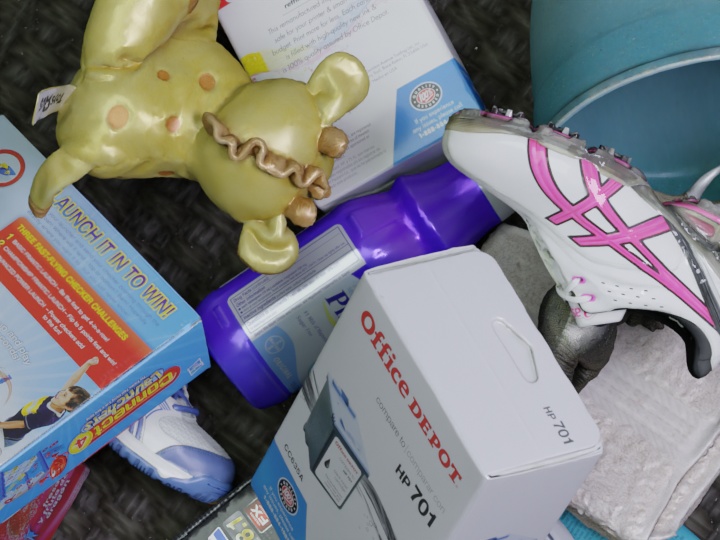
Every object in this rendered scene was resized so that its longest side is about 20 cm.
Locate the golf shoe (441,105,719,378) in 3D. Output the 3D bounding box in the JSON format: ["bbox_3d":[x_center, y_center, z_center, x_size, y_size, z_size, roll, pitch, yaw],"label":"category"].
[{"bbox_3d":[0.126,-0.018,1.588,0.199,0.073,0.092,28,88,-4],"label":"golf shoe"}]

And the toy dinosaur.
[{"bbox_3d":[0.130,0.020,1.666,0.077,0.102,0.200,37,70,23],"label":"toy dinosaur"}]

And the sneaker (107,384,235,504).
[{"bbox_3d":[-0.139,0.053,1.779,0.200,0.075,0.088,42,90,14],"label":"sneaker"}]

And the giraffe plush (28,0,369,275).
[{"bbox_3d":[-0.082,-0.090,1.693,0.161,0.200,0.173,21,120,6],"label":"giraffe plush"}]

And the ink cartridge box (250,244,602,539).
[{"bbox_3d":[0.032,0.108,1.639,0.086,0.200,0.147,-12,57,-32],"label":"ink cartridge box"}]

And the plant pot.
[{"bbox_3d":[0.184,-0.151,1.696,0.199,0.200,0.189,-12,63,10],"label":"plant pot"}]

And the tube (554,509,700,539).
[{"bbox_3d":[0.119,0.128,1.729,0.200,0.050,0.078,39,84,19],"label":"tube"}]

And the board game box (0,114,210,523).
[{"bbox_3d":[-0.224,0.036,1.726,0.196,0.056,0.200,-36,62,-18],"label":"board game box"}]

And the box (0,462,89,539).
[{"bbox_3d":[-0.262,0.174,1.773,0.099,0.095,0.201,30,88,17],"label":"box"}]

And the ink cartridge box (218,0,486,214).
[{"bbox_3d":[-0.015,-0.144,1.790,0.116,0.067,0.201,-29,76,7],"label":"ink cartridge box"}]

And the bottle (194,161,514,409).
[{"bbox_3d":[0.000,0.000,1.754,0.200,0.084,0.065,-34,55,1],"label":"bottle"}]

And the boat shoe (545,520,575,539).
[{"bbox_3d":[0.097,0.231,1.690,0.072,0.066,0.201,-11,86,33],"label":"boat shoe"}]

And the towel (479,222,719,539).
[{"bbox_3d":[0.124,0.068,1.717,0.200,0.035,0.133,31,68,20],"label":"towel"}]

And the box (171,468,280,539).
[{"bbox_3d":[-0.042,0.232,1.744,0.160,0.044,0.200,-38,75,3],"label":"box"}]
